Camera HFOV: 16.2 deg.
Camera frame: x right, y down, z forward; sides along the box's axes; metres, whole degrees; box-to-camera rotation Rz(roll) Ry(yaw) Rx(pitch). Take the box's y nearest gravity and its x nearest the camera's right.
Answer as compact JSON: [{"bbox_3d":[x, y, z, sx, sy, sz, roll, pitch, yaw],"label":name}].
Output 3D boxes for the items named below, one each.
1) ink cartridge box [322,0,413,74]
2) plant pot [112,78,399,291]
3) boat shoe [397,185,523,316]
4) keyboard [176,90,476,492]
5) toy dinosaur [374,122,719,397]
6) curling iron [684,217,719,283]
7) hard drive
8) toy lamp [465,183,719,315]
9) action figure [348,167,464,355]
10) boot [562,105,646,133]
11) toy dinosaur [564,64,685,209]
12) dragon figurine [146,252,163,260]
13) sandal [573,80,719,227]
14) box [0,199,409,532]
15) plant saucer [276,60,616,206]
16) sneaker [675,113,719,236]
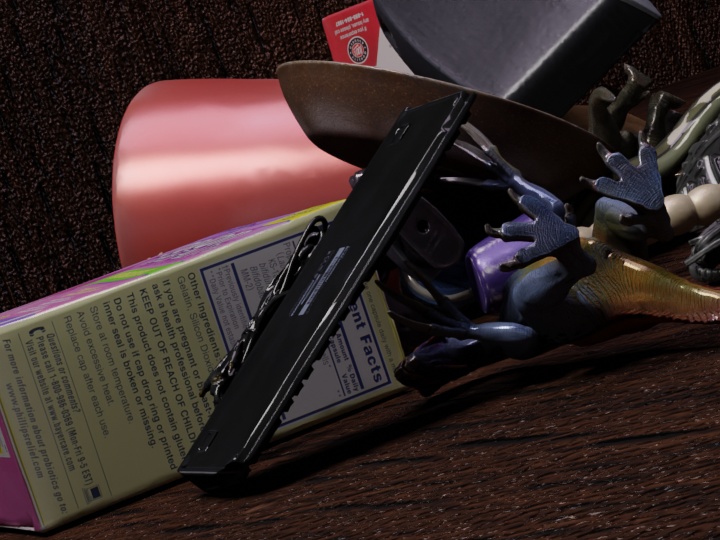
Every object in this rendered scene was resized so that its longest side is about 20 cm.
[{"bbox_3d":[0.070,-0.101,1.749,0.083,0.202,0.144,-17,2,-38],"label":"ink cartridge box"},{"bbox_3d":[-0.044,-0.043,1.674,0.176,0.202,0.200,-9,7,21],"label":"plant pot"},{"bbox_3d":[0.064,-0.018,1.529,0.072,0.073,0.200,22,35,6],"label":"boat shoe"},{"bbox_3d":[-0.019,0.011,1.115,0.201,0.021,0.127,-57,16,-15],"label":"keyboard"},{"bbox_3d":[0.078,0.022,1.081,0.105,0.200,0.182,-40,-21,-22],"label":"toy dinosaur"},{"bbox_3d":[0.218,-0.051,1.267,0.049,0.026,0.200,-22,15,44],"label":"curling iron"},{"bbox_3d":[0.088,-0.163,1.580,0.135,0.042,0.200,-44,38,2],"label":"hard drive"},{"bbox_3d":[0.152,-0.024,1.317,0.199,0.059,0.058,-18,4,-6],"label":"toy lamp"},{"bbox_3d":[0.000,0.000,1.380,0.069,0.131,0.200,27,-9,-15],"label":"action figure"},{"bbox_3d":[0.117,-0.080,1.656,0.198,0.074,0.076,9,26,-15],"label":"boot"},{"bbox_3d":[0.154,-0.063,1.530,0.077,0.103,0.200,23,-6,-3],"label":"toy dinosaur"},{"bbox_3d":[-0.102,0.054,1.416,0.059,0.100,0.200,-14,25,39],"label":"dragon figurine"},{"bbox_3d":[0.198,-0.050,1.479,0.201,0.057,0.080,-38,-28,-21],"label":"sandal"},{"bbox_3d":[-0.106,0.048,1.250,0.199,0.097,0.176,-20,4,-22],"label":"box"},{"bbox_3d":[0.045,-0.071,1.425,0.199,0.037,0.200,14,-6,1],"label":"plant saucer"},{"bbox_3d":[0.266,-0.070,1.401,0.199,0.079,0.074,-30,45,17],"label":"sneaker"}]
